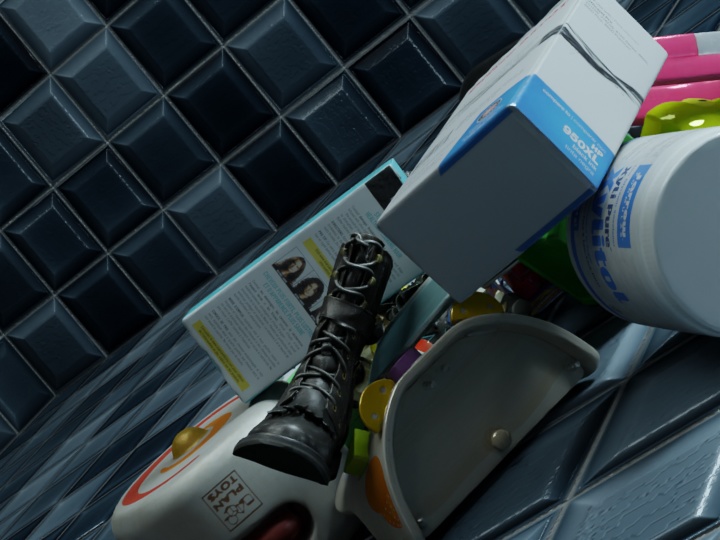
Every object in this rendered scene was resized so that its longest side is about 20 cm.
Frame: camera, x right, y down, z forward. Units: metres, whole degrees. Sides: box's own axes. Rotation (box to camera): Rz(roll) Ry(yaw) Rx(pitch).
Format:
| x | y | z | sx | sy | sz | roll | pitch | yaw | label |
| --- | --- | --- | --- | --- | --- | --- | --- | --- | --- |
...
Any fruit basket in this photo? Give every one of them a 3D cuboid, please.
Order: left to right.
| x | y | z | sx | sy | sz | roll | pitch | yaw | label |
| --- | --- | --- | --- | --- | --- | --- | --- | --- | --- |
| 0.221 | -0.075 | 1.674 | 0.216 | 0.155 | 0.216 | -55 | 11 | 15 | fruit basket |

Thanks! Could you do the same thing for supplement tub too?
| x | y | z | sx | sy | sz | roll | pitch | yaw | label |
| --- | --- | --- | --- | --- | --- | --- | --- | --- | --- |
| 0.216 | -0.025 | 1.378 | 0.132 | 0.132 | 0.200 | -41 | 6 | -7 | supplement tub |

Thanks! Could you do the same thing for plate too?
| x | y | z | sx | sy | sz | roll | pitch | yaw | label |
| --- | --- | --- | --- | --- | --- | --- | --- | --- | --- |
| 0.064 | 0.010 | 1.601 | 0.200 | 0.026 | 0.200 | -49 | -4 | -4 | plate |

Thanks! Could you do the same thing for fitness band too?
| x | y | z | sx | sy | sz | roll | pitch | yaw | label |
| --- | --- | --- | --- | --- | --- | --- | --- | --- | --- |
| 0.235 | -0.145 | 1.699 | 0.199 | 0.038 | 0.144 | -6 | -13 | -17 | fitness band |

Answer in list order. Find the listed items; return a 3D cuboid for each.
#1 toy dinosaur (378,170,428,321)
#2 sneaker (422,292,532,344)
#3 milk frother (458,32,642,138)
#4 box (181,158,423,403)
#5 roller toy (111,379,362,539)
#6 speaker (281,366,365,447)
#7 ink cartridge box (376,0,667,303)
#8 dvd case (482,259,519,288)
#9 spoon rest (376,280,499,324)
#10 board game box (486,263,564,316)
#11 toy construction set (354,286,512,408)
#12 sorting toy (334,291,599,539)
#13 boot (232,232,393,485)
| x | y | z | sx | sy | sz | roll | pitch | yaw | label |
| --- | --- | --- | --- | --- | --- | --- | --- | --- | --- |
| 0.000 | 0.000 | 1.741 | 0.136 | 0.102 | 0.201 | -3 | 66 | 53 | toy dinosaur |
| 0.063 | 0.059 | 1.856 | 0.200 | 0.079 | 0.075 | -31 | 11 | 43 | sneaker |
| 0.215 | -0.136 | 2.157 | 0.200 | 0.181 | 0.188 | 14 | -36 | -41 | milk frother |
| -0.032 | 0.007 | 1.635 | 0.200 | 0.082 | 0.049 | -36 | 6 | 7 | box |
| -0.094 | 0.178 | 1.680 | 0.200 | 0.140 | 0.182 | -33 | 11 | 41 | roller toy |
| -0.036 | 0.119 | 1.953 | 0.088 | 0.089 | 0.200 | -33 | 10 | 44 | speaker |
| 0.113 | -0.091 | 1.471 | 0.145 | 0.084 | 0.200 | -41 | 9 | 38 | ink cartridge box |
| 0.142 | -0.038 | 1.856 | 0.150 | 0.025 | 0.200 | -45 | 2 | -25 | dvd case |
| 0.048 | 0.015 | 1.981 | 0.099 | 0.061 | 0.200 | -26 | -9 | 39 | spoon rest |
| 0.172 | -0.019 | 1.915 | 0.200 | 0.039 | 0.158 | -42 | 7 | -9 | board game box |
| 0.038 | 0.056 | 1.780 | 0.200 | 0.092 | 0.131 | 13 | 59 | 43 | toy construction set |
| 0.046 | 0.113 | 1.563 | 0.200 | 0.107 | 0.180 | -43 | 0 | -26 | sorting toy |
| -0.025 | 0.056 | 1.503 | 0.200 | 0.069 | 0.175 | 47 | -119 | -84 | boot |
